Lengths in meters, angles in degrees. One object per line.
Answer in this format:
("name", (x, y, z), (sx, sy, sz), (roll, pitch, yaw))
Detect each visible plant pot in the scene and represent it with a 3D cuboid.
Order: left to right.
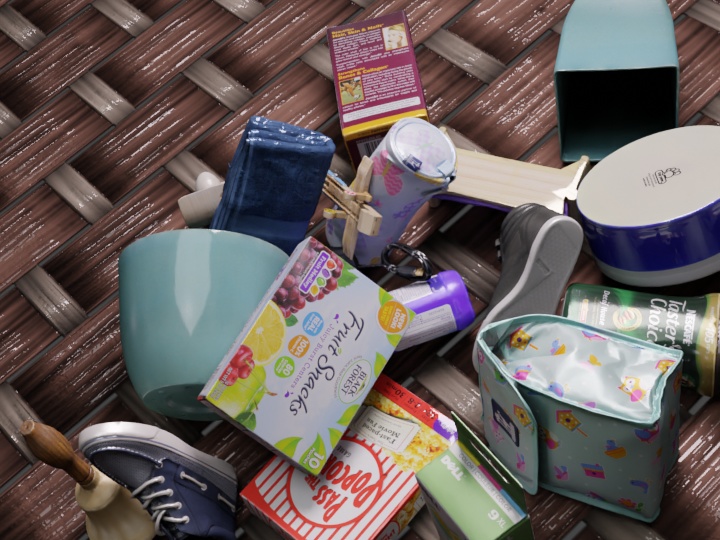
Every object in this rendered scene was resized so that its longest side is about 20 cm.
("plant pot", (-0.171, 0.071, 1.316), (0.199, 0.201, 0.162), (-6, 64, 10))
("plant pot", (0.317, -0.253, 1.466), (0.140, 0.142, 0.201), (0, 47, 14))

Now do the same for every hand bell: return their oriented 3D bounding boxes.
("hand bell", (-0.287, 0.207, 1.225), (0.103, 0.200, 0.105), (-12, 53, 17))

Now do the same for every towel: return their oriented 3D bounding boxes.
("towel", (-0.105, -0.070, 1.352), (0.111, 0.201, 0.049), (9, 32, -21))

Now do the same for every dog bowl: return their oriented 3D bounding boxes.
("dog bowl", (0.339, -0.073, 1.301), (0.199, 0.079, 0.201), (-20, 29, 11))

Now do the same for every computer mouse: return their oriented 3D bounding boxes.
("computer mouse", (0.000, 0.000, 1.367), (0.199, 0.059, 0.034), (-4, 15, 45))

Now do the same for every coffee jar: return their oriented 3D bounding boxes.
("coffee jar", (0.310, 0.072, 1.253), (0.198, 0.086, 0.105), (4, 55, 17))

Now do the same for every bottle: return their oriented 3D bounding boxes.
("bottle", (0.026, 0.061, 1.337), (0.199, 0.066, 0.084), (-20, 9, -1))

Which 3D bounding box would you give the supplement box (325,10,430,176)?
("supplement box", (0.026, -0.230, 1.549), (0.109, 0.086, 0.201), (-13, 52, 5))

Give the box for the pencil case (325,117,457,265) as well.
("pencil case", (0.034, -0.086, 1.371), (0.090, 0.200, 0.083), (35, 48, -5))

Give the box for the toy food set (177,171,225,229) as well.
("toy food set", (-0.144, -0.105, 1.457), (0.142, 0.061, 0.200), (-19, 8, 0))

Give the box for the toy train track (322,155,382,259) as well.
("toy train track", (-0.032, -0.086, 1.362), (0.032, 0.116, 0.200), (4, 21, -26))

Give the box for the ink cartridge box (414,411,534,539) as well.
("ink cartridge box", (0.109, 0.230, 1.115), (0.059, 0.201, 0.104), (-34, 53, -12))

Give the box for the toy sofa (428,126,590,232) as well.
("toy sofa", (0.168, -0.092, 1.413), (0.199, 0.083, 0.098), (14, 62, 23))

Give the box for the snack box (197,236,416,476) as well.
("snack box", (-0.054, 0.088, 1.234), (0.142, 0.053, 0.201), (36, 73, -12))

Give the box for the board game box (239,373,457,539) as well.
("board game box", (-0.004, 0.211, 1.255), (0.151, 0.046, 0.200), (31, 67, 31))

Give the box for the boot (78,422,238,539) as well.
("boot", (-0.198, 0.223, 1.210), (0.073, 0.199, 0.091), (-33, 47, 30))

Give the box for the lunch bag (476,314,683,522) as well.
("lunch bag", (0.206, 0.140, 1.175), (0.199, 0.171, 0.122), (13, 51, 23))

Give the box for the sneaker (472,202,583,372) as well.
("sneaker", (0.173, 0.016, 1.314), (0.070, 0.201, 0.099), (19, 19, -19))
